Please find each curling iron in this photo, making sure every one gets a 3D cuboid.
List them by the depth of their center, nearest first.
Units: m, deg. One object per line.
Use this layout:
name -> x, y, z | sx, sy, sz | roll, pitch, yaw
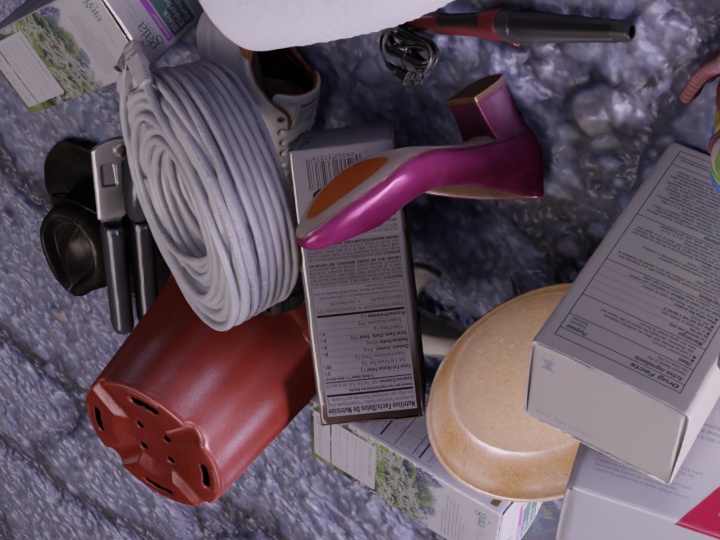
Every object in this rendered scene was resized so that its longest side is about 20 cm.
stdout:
curling iron -> 0.094, -0.152, 0.920 | 0.198, 0.025, 0.050 | 2, 92, 39

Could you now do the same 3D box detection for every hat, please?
hat -> -0.261, -0.024, 1.365 | 0.199, 0.081, 0.202 | 25, 143, 21

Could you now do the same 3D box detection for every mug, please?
mug -> -0.011, -0.231, 0.819 | 0.173, 0.149, 0.200 | -3, 148, 30

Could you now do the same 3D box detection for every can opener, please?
can opener -> -0.213, -0.029, 1.278 | 0.067, 0.052, 0.202 | -122, 29, -54

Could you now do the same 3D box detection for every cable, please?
cable -> -0.115, -0.058, 1.051 | 0.201, 0.069, 0.201 | 55, 155, 26

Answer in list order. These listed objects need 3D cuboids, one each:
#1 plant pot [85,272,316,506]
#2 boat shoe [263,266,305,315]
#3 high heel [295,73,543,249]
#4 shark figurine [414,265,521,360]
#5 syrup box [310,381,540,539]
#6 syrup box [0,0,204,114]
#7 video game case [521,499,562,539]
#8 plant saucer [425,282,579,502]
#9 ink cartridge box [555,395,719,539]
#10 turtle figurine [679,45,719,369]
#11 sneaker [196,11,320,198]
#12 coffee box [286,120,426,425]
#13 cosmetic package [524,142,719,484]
plant pot -> -0.132, 0.091, 1.255 | 0.199, 0.196, 0.202 | 24, 142, 21
boat shoe -> -0.114, -0.041, 1.190 | 0.201, 0.060, 0.072 | 42, 140, 23
high heel -> 0.046, -0.045, 0.937 | 0.067, 0.200, 0.097 | 0, 122, 52
shark figurine -> 0.046, 0.056, 1.147 | 0.213, 0.090, 0.129 | 20, 142, 32
syrup box -> 0.057, 0.157, 1.194 | 0.198, 0.081, 0.079 | 28, 143, 23
syrup box -> -0.222, -0.199, 1.137 | 0.199, 0.082, 0.079 | -10, 123, 49
video game case -> 0.151, 0.182, 1.232 | 0.182, 0.023, 0.199 | 51, 145, -12
plant saucer -> 0.141, 0.085, 1.043 | 0.036, 0.198, 0.202 | -109, -1, -56
ink cartridge box -> 0.222, 0.100, 0.900 | 0.143, 0.201, 0.084 | 16, 143, 13
turtle figurine -> 0.258, -0.082, 0.741 | 0.142, 0.202, 0.195 | 2, 135, -3
sneaker -> -0.064, -0.110, 1.083 | 0.084, 0.073, 0.202 | 13, 135, 39
coffee box -> 0.000, 0.000, 1.028 | 0.079, 0.113, 0.203 | -6, 103, 4
cosmetic package -> 0.192, 0.021, 0.860 | 0.103, 0.200, 0.074 | 26, 144, 22
